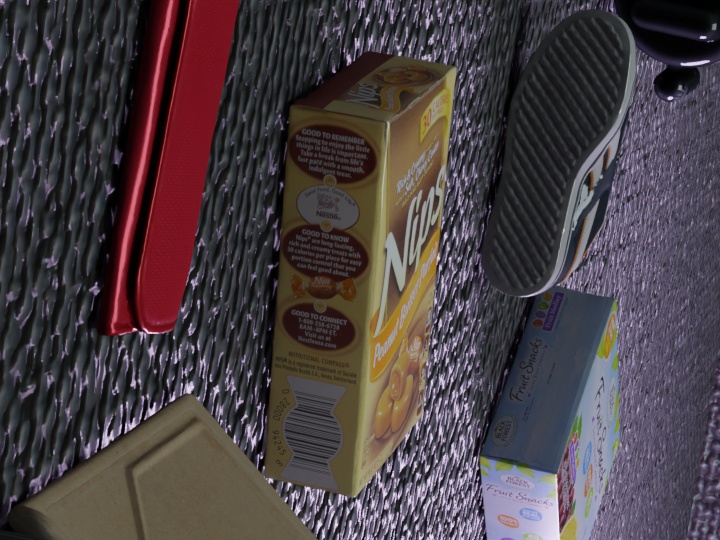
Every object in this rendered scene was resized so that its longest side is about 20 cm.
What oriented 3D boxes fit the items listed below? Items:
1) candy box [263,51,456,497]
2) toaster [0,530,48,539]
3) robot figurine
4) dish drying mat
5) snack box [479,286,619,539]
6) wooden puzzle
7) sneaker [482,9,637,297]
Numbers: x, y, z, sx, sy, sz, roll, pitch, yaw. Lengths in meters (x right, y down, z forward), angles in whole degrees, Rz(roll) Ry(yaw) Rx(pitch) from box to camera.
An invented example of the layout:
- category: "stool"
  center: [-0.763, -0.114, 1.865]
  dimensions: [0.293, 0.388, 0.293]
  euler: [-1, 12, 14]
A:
- category: "candy box"
  center: [0.000, 0.000, 1.179]
  dimensions: [0.115, 0.055, 0.201]
  euler: [-45, 143, -64]
- category: "toaster"
  center: [-0.103, 0.180, 0.722]
  dimensions: [0.200, 0.180, 0.119]
  euler: [88, 18, -44]
- category: "robot figurine"
  center: [0.271, -0.227, 1.862]
  dimensions: [0.150, 0.125, 0.200]
  euler: [-39, 176, 20]
- category: "dish drying mat"
  center: [-0.072, -0.073, 0.944]
  dimensions: [0.077, 0.018, 0.201]
  euler: [-6, 106, -75]
- category: "snack box"
  center: [0.149, 0.138, 1.783]
  dimensions: [0.200, 0.067, 0.169]
  euler: [83, 24, -51]
- category: "wooden puzzle"
  center: [-0.050, 0.147, 0.946]
  dimensions: [0.037, 0.185, 0.200]
  euler: [-42, 177, 18]
- category: "sneaker"
  center: [0.138, -0.081, 1.575]
  dimensions: [0.079, 0.078, 0.201]
  euler: [-9, 121, -68]
